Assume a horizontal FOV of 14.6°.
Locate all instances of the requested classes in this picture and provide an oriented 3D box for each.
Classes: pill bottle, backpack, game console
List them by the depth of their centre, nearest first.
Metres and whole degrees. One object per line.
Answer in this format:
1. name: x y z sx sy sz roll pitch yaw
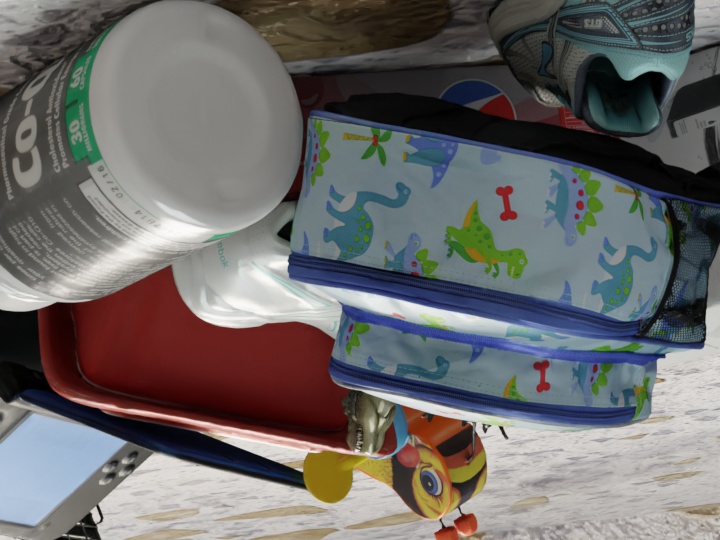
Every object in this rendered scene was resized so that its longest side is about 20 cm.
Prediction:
1. backpack: 0.063 -0.002 1.330 0.183 0.147 0.200 11 178 28
2. pill bottle: -0.125 -0.048 1.361 0.113 0.113 0.200 1 164 -35
3. game console: -0.149 0.127 1.624 0.171 0.118 0.200 -43 155 13

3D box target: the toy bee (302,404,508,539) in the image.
1. toy bee: 0.026 0.107 1.644 0.131 0.109 0.200 -17 -157 -20

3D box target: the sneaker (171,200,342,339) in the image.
1. sneaker: 0.000 0.000 1.468 0.200 0.071 0.080 3 162 -45

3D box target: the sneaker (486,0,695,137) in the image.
1. sneaker: 0.109 -0.099 1.333 0.077 0.087 0.200 -6 168 -8

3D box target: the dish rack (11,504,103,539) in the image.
1. dish rack: -0.240 0.102 1.811 0.054 0.200 0.153 -31 162 15

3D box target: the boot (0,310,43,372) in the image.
1. boot: -0.152 0.029 1.783 0.168 0.077 0.200 -8 174 16

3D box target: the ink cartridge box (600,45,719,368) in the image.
1. ink cartridge box: 0.210 -0.042 1.510 0.200 0.145 0.084 -17 158 36

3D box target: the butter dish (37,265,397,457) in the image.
1. butter dish: -0.071 -0.001 1.564 0.199 0.148 0.200 11 -160 -12

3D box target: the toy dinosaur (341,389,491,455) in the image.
1. toy dinosaur: 0.070 0.034 1.461 0.200 0.088 0.047 -42 135 5

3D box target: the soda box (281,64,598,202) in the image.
1. soda box: 0.023 -0.067 1.488 0.199 0.064 0.070 -4 167 -15
